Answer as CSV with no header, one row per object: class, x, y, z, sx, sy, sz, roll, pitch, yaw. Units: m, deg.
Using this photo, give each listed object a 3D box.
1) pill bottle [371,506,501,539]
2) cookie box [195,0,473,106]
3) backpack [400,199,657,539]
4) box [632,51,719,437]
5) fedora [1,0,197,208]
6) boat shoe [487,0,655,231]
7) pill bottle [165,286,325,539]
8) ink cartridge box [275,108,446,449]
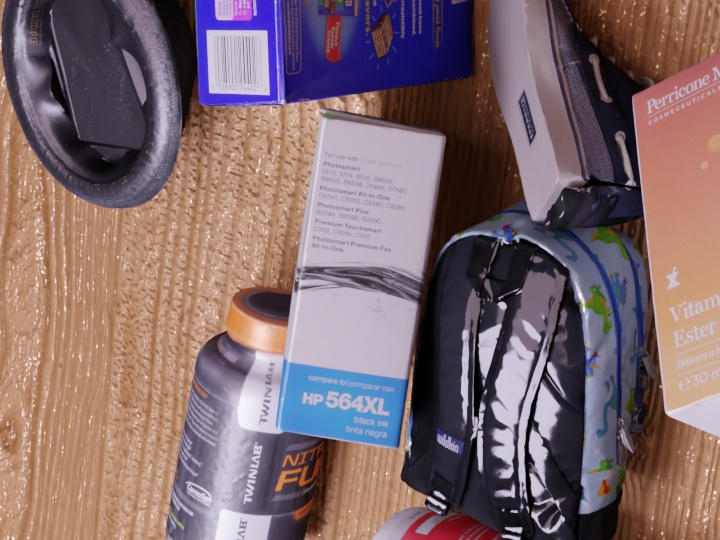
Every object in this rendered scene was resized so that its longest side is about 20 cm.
pill bottle,0.104,0.227,1.211,0.199,0.112,0.113,6,104,38
cookie box,-0.014,-0.197,1.158,0.075,0.199,0.173,6,103,39
backpack,0.108,0.055,1.165,0.162,0.153,0.202,19,131,39
box,0.245,-0.022,0.997,0.152,0.106,0.202,-26,55,39
fedora,-0.178,-0.152,1.367,0.199,0.091,0.202,16,118,34
boat shoe,0.140,-0.113,1.143,0.075,0.092,0.202,118,149,-58
pill bottle,-0.077,0.116,1.336,0.106,0.106,0.202,26,115,32
ink cartridge box,0.000,0.000,1.194,0.083,0.146,0.202,9,96,-1
